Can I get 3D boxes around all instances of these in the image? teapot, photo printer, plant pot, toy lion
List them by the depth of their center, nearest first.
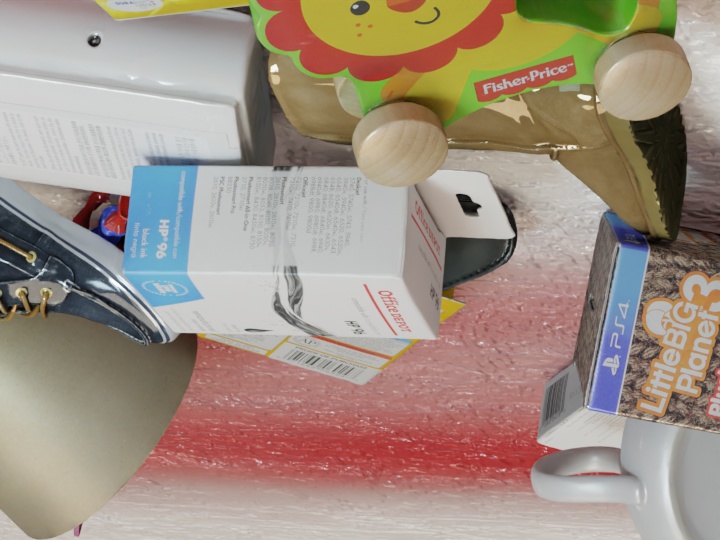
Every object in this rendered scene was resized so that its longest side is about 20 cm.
[{"bbox_3d":[0.048,-0.136,1.245,0.200,0.069,0.192,-15,140,1],"label":"toy lion"},{"bbox_3d":[-0.153,-0.100,1.482,0.200,0.069,0.166,8,159,6],"label":"photo printer"},{"bbox_3d":[0.245,0.120,1.708,0.200,0.197,0.146,38,175,-16],"label":"teapot"},{"bbox_3d":[-0.248,0.054,1.801,0.200,0.187,0.187,39,149,-24],"label":"plant pot"}]

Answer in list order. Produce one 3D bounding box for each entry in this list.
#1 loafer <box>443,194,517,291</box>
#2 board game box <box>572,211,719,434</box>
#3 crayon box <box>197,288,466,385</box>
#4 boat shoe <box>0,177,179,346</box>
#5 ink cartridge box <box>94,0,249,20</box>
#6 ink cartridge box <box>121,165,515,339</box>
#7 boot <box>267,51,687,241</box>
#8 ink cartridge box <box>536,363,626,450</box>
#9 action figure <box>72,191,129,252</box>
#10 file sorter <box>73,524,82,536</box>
[{"bbox_3d":[0.000,0.000,1.578,0.200,0.068,0.070,-11,-160,-6],"label":"loafer"},{"bbox_3d":[0.231,0.039,1.515,0.200,0.097,0.159,11,-172,0],"label":"board game box"},{"bbox_3d":[-0.018,0.011,1.718,0.126,0.052,0.200,17,158,-14],"label":"crayon box"},{"bbox_3d":[-0.214,0.008,1.666,0.200,0.091,0.071,34,161,3],"label":"boat shoe"},{"bbox_3d":[-0.088,-0.192,1.260,0.198,0.047,0.200,-2,157,31],"label":"ink cartridge box"},{"bbox_3d":[-0.021,-0.009,1.473,0.200,0.068,0.116,1,162,13],"label":"ink cartridge box"},{"bbox_3d":[0.070,-0.080,1.440,0.200,0.066,0.175,4,151,22],"label":"boot"},{"bbox_3d":[0.237,0.111,1.841,0.200,0.050,0.109,16,158,-13],"label":"ink cartridge box"},{"bbox_3d":[-0.153,-0.023,1.705,0.065,0.052,0.200,23,161,-14],"label":"action figure"},{"bbox_3d":[-0.296,0.119,2.024,0.200,0.125,0.139,12,159,-2],"label":"file sorter"}]
